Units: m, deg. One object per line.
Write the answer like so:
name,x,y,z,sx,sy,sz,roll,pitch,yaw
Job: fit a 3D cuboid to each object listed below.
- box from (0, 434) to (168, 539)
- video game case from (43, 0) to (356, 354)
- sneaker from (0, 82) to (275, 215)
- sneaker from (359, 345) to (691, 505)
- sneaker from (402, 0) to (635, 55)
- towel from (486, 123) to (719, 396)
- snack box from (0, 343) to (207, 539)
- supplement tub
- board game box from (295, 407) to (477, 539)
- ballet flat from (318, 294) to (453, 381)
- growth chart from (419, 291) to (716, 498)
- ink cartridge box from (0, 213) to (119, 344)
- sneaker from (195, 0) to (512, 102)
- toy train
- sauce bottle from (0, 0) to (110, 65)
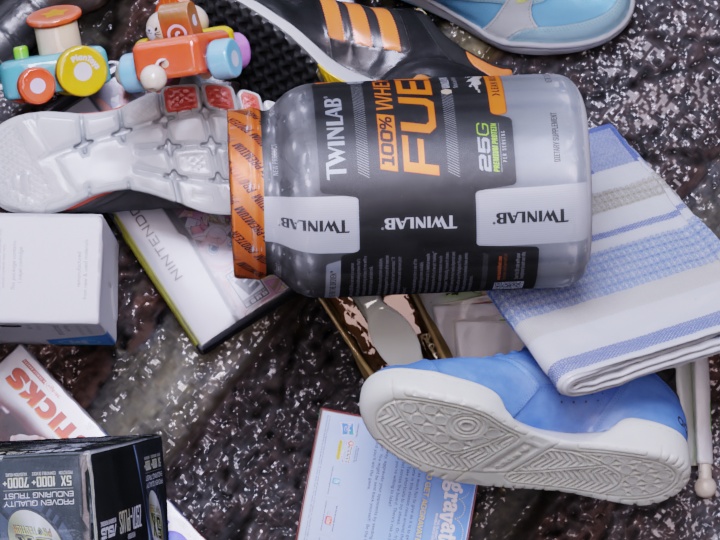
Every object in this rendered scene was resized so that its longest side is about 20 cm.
box,-0.224,0.143,1.565,0.200,0.164,0.086,-3,89,9
video game case,-0.063,-0.077,1.690,0.200,0.026,0.181,-33,82,-5
sneaker,-0.124,-0.069,1.633,0.200,0.082,0.077,0,87,-2
sneaker,0.095,0.064,1.603,0.200,0.077,0.111,11,48,-12
sneaker,0.073,-0.192,1.656,0.200,0.131,0.080,15,80,2
towel,0.136,-0.008,1.614,0.147,0.024,0.200,-16,44,-19
snack box,-0.162,0.140,1.655,0.072,0.024,0.200,-43,83,-5
supplement tub,0.026,-0.047,1.549,0.200,0.123,0.123,-3,81,-3
board game box,0.008,0.190,1.644,0.103,0.019,0.200,11,85,4
ballet flat,0.000,0.000,1.635,0.069,0.063,0.200,-33,88,0
growth chart,0.120,0.060,1.673,0.200,0.018,0.145,4,80,0
ink cartridge box,-0.248,0.006,1.632,0.200,0.116,0.067,1,82,1
sneaker,-0.002,-0.132,1.664,0.200,0.070,0.090,30,53,11
toy train,-0.146,-0.130,1.596,0.200,0.150,0.056,-6,97,26
sauce bottle,-0.159,-0.204,1.691,0.200,0.065,0.065,-44,84,-7
